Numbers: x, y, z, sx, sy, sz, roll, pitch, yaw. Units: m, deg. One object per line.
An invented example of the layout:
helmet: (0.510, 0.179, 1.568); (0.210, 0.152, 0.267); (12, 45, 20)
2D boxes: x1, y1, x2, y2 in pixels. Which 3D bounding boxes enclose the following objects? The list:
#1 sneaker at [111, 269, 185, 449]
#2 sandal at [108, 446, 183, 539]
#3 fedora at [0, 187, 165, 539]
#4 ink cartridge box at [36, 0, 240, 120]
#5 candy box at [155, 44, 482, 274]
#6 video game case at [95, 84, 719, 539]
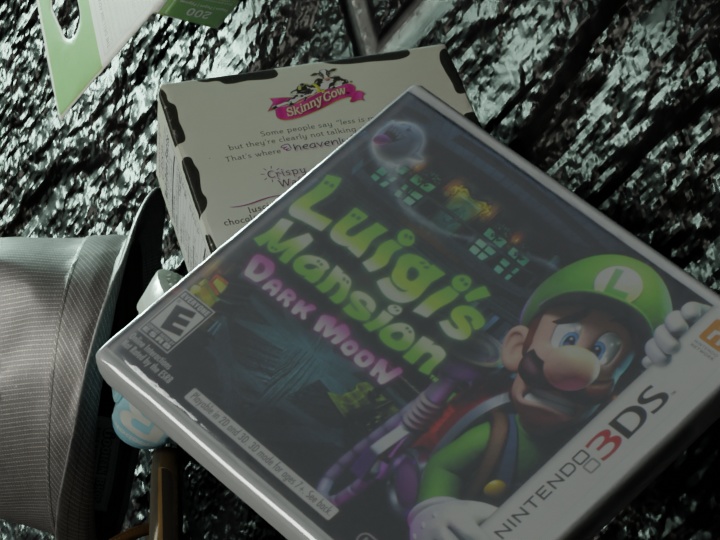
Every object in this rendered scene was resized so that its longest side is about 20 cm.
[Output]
sneaker: (-0.081, 0.052, 1.199); (0.082, 0.074, 0.200); (-56, -4, -1)
sandal: (-0.124, 0.180, 1.224); (0.082, 0.054, 0.201); (-122, 49, -80)
fedora: (-0.159, 0.051, 1.299); (0.177, 0.090, 0.201); (-74, -8, -64)
ink cartridge box: (-0.108, -0.190, 1.394); (0.200, 0.048, 0.146); (-46, 46, 41)
candy box: (0.000, 0.000, 1.096); (0.061, 0.136, 0.200); (99, 158, -49)
video game case: (0.027, 0.033, 0.995); (0.200, 0.182, 0.023); (37, 157, 31)
